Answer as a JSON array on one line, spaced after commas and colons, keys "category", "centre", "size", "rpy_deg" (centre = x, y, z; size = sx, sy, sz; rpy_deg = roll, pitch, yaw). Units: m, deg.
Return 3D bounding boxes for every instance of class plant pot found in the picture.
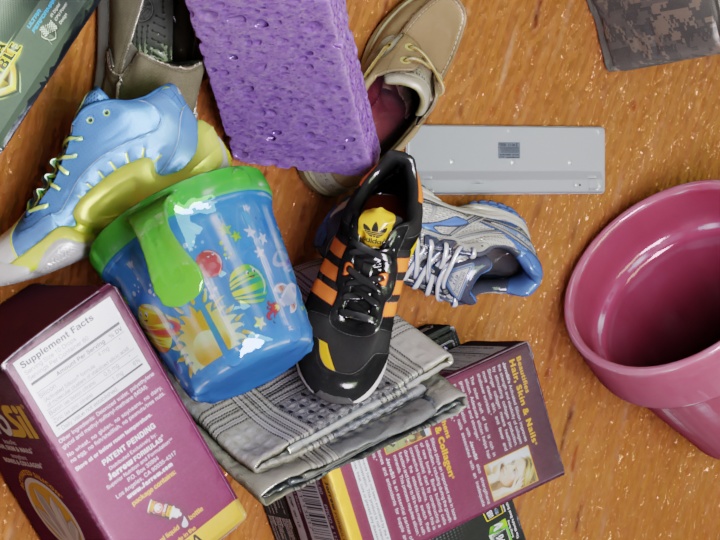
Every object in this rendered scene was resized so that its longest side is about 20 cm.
[{"category": "plant pot", "centre": [0.293, 0.057, 1.879], "size": [0.200, 0.200, 0.179], "rpy_deg": [-53, 131, -20]}]

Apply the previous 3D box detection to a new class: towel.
[{"category": "towel", "centre": [-0.048, 0.072, 1.659], "size": [0.193, 0.200, 0.035], "rpy_deg": [-23, 135, -30]}]

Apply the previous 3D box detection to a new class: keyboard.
[{"category": "keyboard", "centre": [0.121, -0.090, 1.864], "size": [0.200, 0.011, 0.056], "rpy_deg": [-2, 87, -33]}]

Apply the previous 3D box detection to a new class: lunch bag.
[{"category": "lunch bag", "centre": [0.309, -0.251, 1.887], "size": [0.200, 0.164, 0.118], "rpy_deg": [-25, 101, -29]}]

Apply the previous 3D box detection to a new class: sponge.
[{"category": "sponge", "centre": [-0.055, -0.143, 1.638], "size": [0.200, 0.112, 0.030], "rpy_deg": [75, 27, -53]}]

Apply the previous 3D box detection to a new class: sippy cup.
[{"category": "sippy cup", "centre": [-0.101, 0.016, 1.579], "size": [0.178, 0.140, 0.130], "rpy_deg": [-12, 69, -45]}]

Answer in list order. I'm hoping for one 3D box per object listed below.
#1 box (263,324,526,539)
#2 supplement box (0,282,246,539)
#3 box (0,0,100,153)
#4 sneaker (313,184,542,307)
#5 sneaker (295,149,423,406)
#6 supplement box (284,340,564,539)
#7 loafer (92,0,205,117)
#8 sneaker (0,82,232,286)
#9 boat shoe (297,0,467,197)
[{"category": "box", "centre": [0.018, 0.168, 1.781], "size": [0.193, 0.048, 0.200], "rpy_deg": [-25, 104, -31]}, {"category": "supplement box", "centre": [-0.190, 0.117, 1.598], "size": [0.103, 0.131, 0.200], "rpy_deg": [-37, 109, -26]}, {"category": "box", "centre": [-0.268, -0.202, 1.584], "size": [0.159, 0.046, 0.200], "rpy_deg": [37, 72, -20]}, {"category": "sneaker", "centre": [0.060, -0.016, 1.765], "size": [0.200, 0.085, 0.077], "rpy_deg": [2, 127, -31]}, {"category": "sneaker", "centre": [0.000, 0.000, 1.636], "size": [0.070, 0.090, 0.200], "rpy_deg": [14, 51, 5]}, {"category": "supplement box", "centre": [0.042, 0.137, 1.719], "size": [0.200, 0.086, 0.110], "rpy_deg": [-22, 101, -29]}, {"category": "loafer", "centre": [-0.152, -0.137, 1.653], "size": [0.075, 0.070, 0.200], "rpy_deg": [-7, 94, -31]}, {"category": "sneaker", "centre": [-0.196, -0.067, 1.611], "size": [0.200, 0.076, 0.105], "rpy_deg": [-26, 92, -5]}, {"category": "boat shoe", "centre": [0.031, -0.138, 1.771], "size": [0.074, 0.066, 0.200], "rpy_deg": [41, 70, -26]}]
